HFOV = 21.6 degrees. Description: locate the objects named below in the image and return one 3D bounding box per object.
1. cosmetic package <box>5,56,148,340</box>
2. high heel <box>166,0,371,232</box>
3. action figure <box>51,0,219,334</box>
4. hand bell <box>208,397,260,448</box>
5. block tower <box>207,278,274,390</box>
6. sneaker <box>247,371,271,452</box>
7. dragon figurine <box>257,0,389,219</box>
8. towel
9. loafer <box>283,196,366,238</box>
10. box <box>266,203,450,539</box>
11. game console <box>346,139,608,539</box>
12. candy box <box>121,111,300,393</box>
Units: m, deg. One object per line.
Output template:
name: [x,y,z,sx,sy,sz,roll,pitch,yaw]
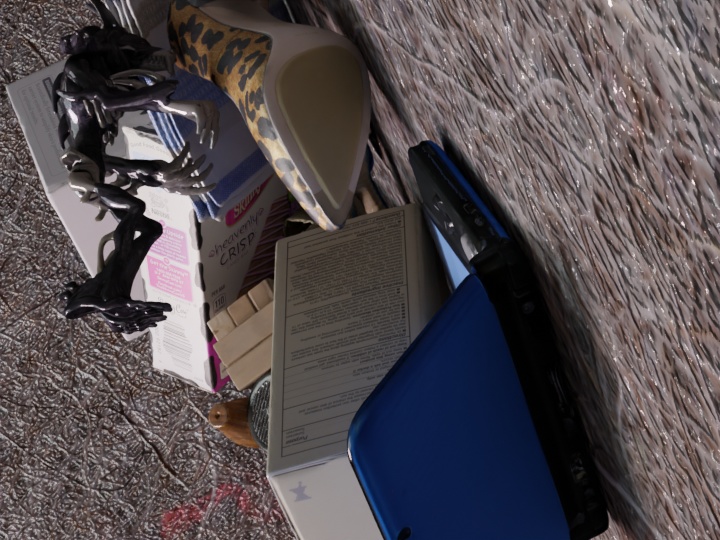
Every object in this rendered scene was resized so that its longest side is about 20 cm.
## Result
cosmetic package: [-0.137,-0.083,1.451,0.200,0.199,0.123,72,172,-53]
high heel: [-0.057,-0.093,1.082,0.143,0.071,0.202,-43,57,53]
action figure: [-0.131,-0.068,1.104,0.119,0.101,0.202,98,171,-78]
hand bell: [-0.038,0.113,1.292,0.199,0.104,0.105,17,-142,-56]
block tower: [-0.035,0.044,1.302,0.054,0.058,0.200,59,-165,13]
sneaker: [0.038,0.087,1.191,0.199,0.120,0.085,-4,88,42]
dragon figurine: [-0.026,-0.082,1.156,0.201,0.058,0.100,60,173,28]
towel: [-0.093,-0.150,1.201,0.024,0.147,0.201,-5,116,42]
loafer: [0.000,0.000,1.239,0.077,0.067,0.200,66,174,-23]
box: [0.004,0.060,1.047,0.201,0.094,0.078,-89,-18,-51]
game console: [0.041,0.070,0.927,0.171,0.118,0.201,57,170,50]
candy box: [-0.091,-0.037,1.308,0.061,0.136,0.202,19,131,29]
